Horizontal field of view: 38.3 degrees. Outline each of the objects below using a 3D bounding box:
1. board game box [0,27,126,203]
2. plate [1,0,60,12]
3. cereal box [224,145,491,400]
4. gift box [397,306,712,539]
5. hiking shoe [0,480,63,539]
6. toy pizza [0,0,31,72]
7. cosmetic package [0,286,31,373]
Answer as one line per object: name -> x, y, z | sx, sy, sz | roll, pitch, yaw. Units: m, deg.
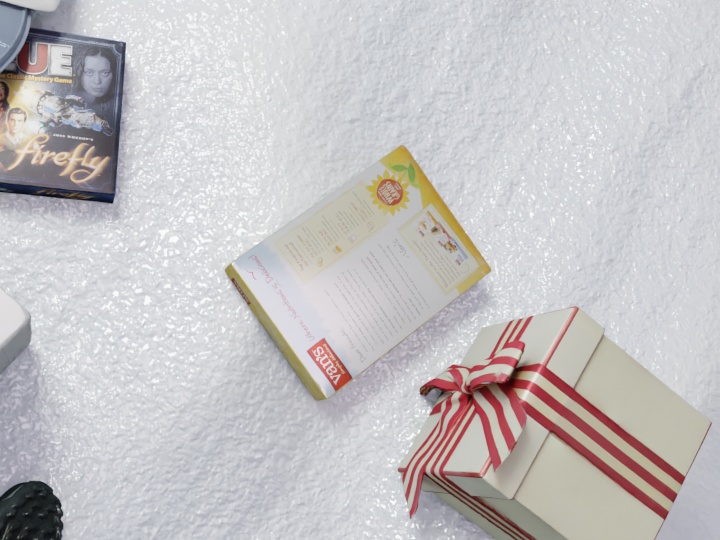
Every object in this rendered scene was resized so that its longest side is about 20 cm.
board game box -> -0.298, -0.133, 0.846 | 0.199, 0.035, 0.136 | 5, 79, -18
plate -> -0.325, -0.315, 0.839 | 0.199, 0.032, 0.200 | 13, 58, -15
cereal box -> 0.000, 0.000, 0.921 | 0.200, 0.040, 0.144 | -35, 93, -20
gift box -> 0.148, 0.152, 0.868 | 0.187, 0.184, 0.200 | 39, 65, -11
hiking shoe -> -0.299, 0.236, 0.760 | 0.200, 0.087, 0.074 | -62, 138, -38
toy pizza -> -0.359, -0.205, 0.801 | 0.200, 0.032, 0.201 | 10, 58, -16
cosmetic package -> -0.359, 0.058, 0.723 | 0.167, 0.166, 0.200 | 43, 72, -7
